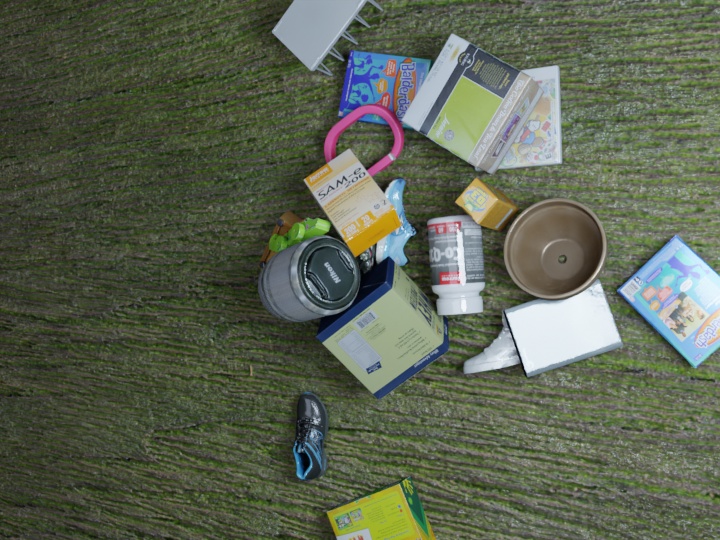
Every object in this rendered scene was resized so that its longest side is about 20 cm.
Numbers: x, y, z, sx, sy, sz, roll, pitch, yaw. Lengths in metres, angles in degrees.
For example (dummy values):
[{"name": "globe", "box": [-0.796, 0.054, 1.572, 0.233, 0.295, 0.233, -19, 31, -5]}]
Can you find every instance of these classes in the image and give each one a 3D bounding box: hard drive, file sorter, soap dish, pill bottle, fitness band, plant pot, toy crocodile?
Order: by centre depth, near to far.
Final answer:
[{"name": "plant pot", "box": [0.391, -0.033, 1.495, 0.199, 0.093, 0.202, -8, 71, 24]}, {"name": "hard drive", "box": [0.399, 0.115, 1.497, 0.199, 0.033, 0.141, -18, 82, 2]}, {"name": "pill bottle", "box": [0.202, -0.010, 1.580, 0.113, 0.114, 0.202, -5, 88, 24]}, {"name": "toy crocodile", "box": [-0.134, -0.076, 1.648, 0.200, 0.067, 0.062, -28, 56, 51]}, {"name": "fitness band", "box": [0.005, -0.282, 1.683, 0.199, 0.037, 0.144, -31, 92, 32]}, {"name": "file sorter", "box": [-0.068, -0.559, 1.696, 0.139, 0.124, 0.200, 46, 108, 16]}, {"name": "soap dish", "box": [-0.135, -0.026, 1.751, 0.199, 0.081, 0.158, 32, 103, 22]}]

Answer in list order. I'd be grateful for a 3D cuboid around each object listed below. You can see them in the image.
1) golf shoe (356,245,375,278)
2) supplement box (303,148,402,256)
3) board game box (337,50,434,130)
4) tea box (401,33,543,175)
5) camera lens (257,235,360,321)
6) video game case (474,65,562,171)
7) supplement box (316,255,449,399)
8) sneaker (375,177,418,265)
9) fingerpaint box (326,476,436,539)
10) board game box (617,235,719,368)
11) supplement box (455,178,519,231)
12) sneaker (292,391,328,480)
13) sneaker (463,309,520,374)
[{"name": "golf shoe", "box": [0.000, 0.000, 1.683, 0.077, 0.088, 0.201, 24, 134, 9]}, {"name": "supplement box", "box": [-0.018, -0.146, 1.605, 0.126, 0.074, 0.200, -34, 58, -1]}, {"name": "board game box", "box": [0.058, -0.401, 1.683, 0.199, 0.045, 0.153, 13, 96, 23]}, {"name": "tea box", "box": [0.229, -0.334, 1.534, 0.196, 0.133, 0.201, 37, 104, 21]}, {"name": "camera lens", "box": [-0.108, 0.021, 1.569, 0.200, 0.159, 0.161, -18, 82, 56]}, {"name": "video game case", "box": [0.325, -0.315, 1.574, 0.181, 0.023, 0.202, -2, 89, 25]}, {"name": "supplement box", "box": [0.050, 0.122, 1.595, 0.200, 0.134, 0.200, -38, 106, 20]}, {"name": "sneaker", "box": [0.086, -0.104, 1.669, 0.089, 0.078, 0.202, 6, 96, 5]}, {"name": "fingerpaint box", "box": [0.049, 0.574, 1.672, 0.199, 0.073, 0.168, -28, 78, 22]}, {"name": "board game box", "box": [0.613, 0.058, 1.423, 0.152, 0.045, 0.200, -46, 72, 17]}, {"name": "supplement box", "box": [0.256, -0.129, 1.508, 0.067, 0.200, 0.069, 46, 107, 17]}, {"name": "sneaker", "box": [-0.118, 0.383, 1.743, 0.073, 0.082, 0.202, -8, 85, 26]}, {"name": "sneaker", "box": [0.297, 0.142, 1.565, 0.199, 0.074, 0.116, -18, 81, 13]}]
